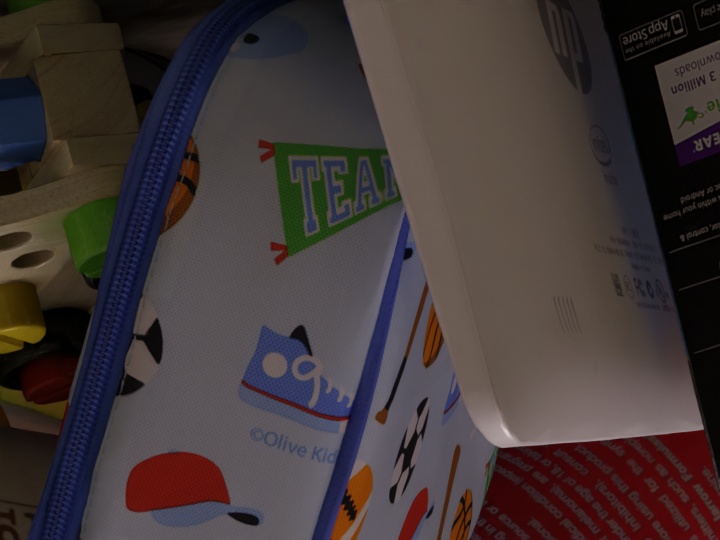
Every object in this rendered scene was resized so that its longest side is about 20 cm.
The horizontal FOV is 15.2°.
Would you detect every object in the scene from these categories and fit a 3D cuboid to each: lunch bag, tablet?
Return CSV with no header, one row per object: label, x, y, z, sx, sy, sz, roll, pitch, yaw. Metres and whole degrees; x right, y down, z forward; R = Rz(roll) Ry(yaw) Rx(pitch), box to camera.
lunch bag,-0.003,0.003,0.618,0.075,0.161,0.200,18,-164,11
tablet,0.044,-0.028,0.569,0.014,0.131,0.200,-20,171,20

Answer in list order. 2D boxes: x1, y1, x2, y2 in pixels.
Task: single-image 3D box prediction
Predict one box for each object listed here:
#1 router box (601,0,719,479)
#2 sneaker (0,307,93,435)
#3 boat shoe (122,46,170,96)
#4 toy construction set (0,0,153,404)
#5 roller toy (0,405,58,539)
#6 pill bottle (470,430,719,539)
router box,0.140,-0.023,0.612,0.051,0.150,0.199,-20,168,40
sneaker,-0.112,0.030,0.875,0.199,0.090,0.078,23,157,33
boat shoe,-0.093,-0.024,0.763,0.057,0.069,0.200,-48,-169,-34
toy construction set,-0.114,-0.012,0.641,0.131,0.093,0.200,-6,173,-32
roller toy,-0.095,0.131,0.705,0.139,0.201,0.182,13,175,-26
pill bottle,0.060,0.098,0.799,0.200,0.113,0.112,-34,-176,-23
